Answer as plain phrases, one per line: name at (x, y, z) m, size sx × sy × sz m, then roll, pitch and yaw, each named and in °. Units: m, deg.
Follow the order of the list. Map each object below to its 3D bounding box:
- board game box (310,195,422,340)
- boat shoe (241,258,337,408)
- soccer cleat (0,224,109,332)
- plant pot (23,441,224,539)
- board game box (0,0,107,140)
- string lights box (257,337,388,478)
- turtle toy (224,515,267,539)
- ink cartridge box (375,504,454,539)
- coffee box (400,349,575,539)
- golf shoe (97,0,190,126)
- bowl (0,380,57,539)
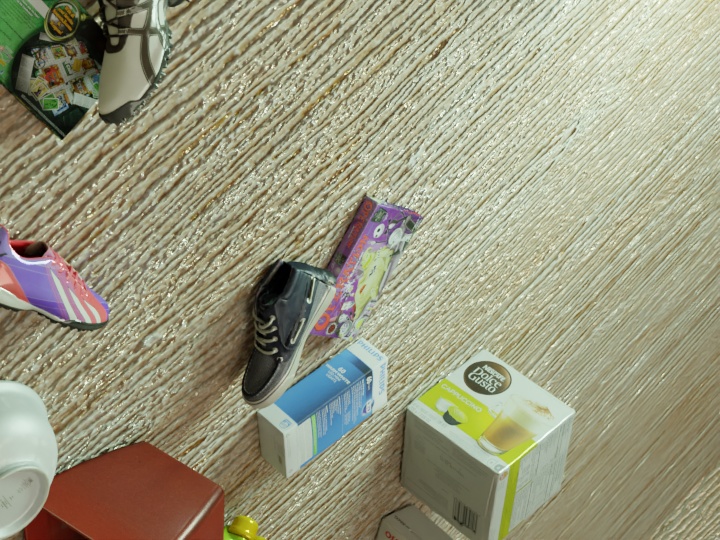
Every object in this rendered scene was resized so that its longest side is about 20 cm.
board game box at (0.000, 0.000, 1.812) m, size 0.120 × 0.032 × 0.200 m, roll 14°, pitch 109°, yaw -52°
boat shoe at (-0.114, 0.075, 1.700) m, size 0.093 × 0.075 × 0.200 m, roll 27°, pitch 90°, yaw -52°
soccer cleat at (-0.317, 0.010, 1.363) m, size 0.200 × 0.068 × 0.073 m, roll 25°, pitch 95°, yaw -56°
plant pot at (-0.271, 0.328, 1.623) m, size 0.176 × 0.200 × 0.200 m, roll -42°, pitch 149°, yaw -42°
board game box at (-0.295, -0.211, 1.219) m, size 0.105 × 0.023 × 0.200 m, roll -49°, pitch 148°, yaw -7°
string lights box at (-0.050, 0.193, 1.897) m, size 0.200 × 0.059 × 0.103 m, roll -34°, pitch 144°, yaw -30°
turtle toy at (-0.197, 0.427, 1.881) m, size 0.200 × 0.101 × 0.146 m, roll 70°, pitch 37°, yaw -56°
ink cartridge box at (0.089, 0.531, 2.321) m, size 0.084 × 0.146 × 0.201 m, roll -15°, pitch 132°, yaw -44°
coffee box at (0.206, 0.291, 2.199) m, size 0.198 × 0.199 × 0.200 m, roll -33°, pitch 142°, yaw -32°
golf shoe at (-0.217, -0.236, 1.243) m, size 0.094 × 0.078 × 0.201 m, roll 27°, pitch 77°, yaw -42°
bowl at (-0.397, 0.225, 1.434) m, size 0.201 × 0.090 × 0.201 m, roll -34°, pitch 144°, yaw -29°
